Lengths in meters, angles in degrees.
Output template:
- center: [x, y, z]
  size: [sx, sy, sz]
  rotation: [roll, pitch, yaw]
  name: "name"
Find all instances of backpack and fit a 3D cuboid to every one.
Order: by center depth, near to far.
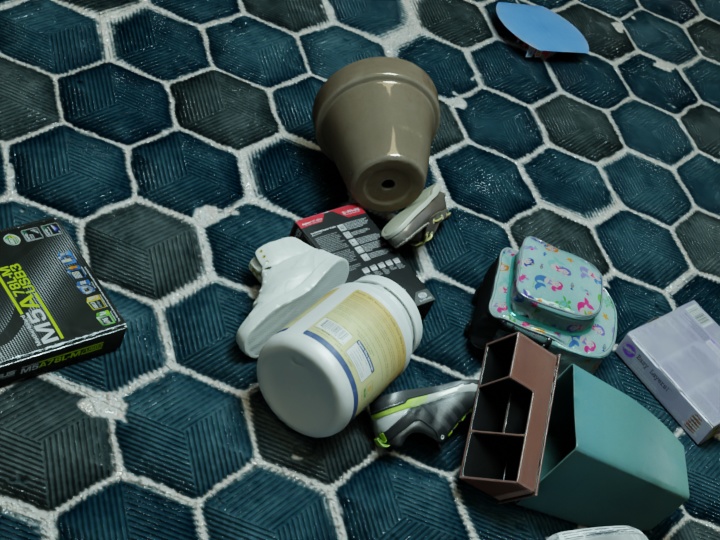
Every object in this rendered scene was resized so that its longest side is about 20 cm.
- center: [0.273, 0.061, 1.789]
  size: [0.198, 0.151, 0.179]
  rotation: [28, 40, -6]
  name: "backpack"

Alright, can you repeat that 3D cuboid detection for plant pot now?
- center: [0.322, 0.251, 1.635]
  size: [0.198, 0.142, 0.142]
  rotation: [25, 41, -15]
  name: "plant pot"
- center: [0.034, -0.187, 1.859]
  size: [0.197, 0.201, 0.176]
  rotation: [9, 45, -20]
  name: "plant pot"

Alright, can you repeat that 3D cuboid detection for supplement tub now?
- center: [-0.022, 0.104, 1.587]
  size: [0.144, 0.145, 0.200]
  rotation: [39, 44, 13]
  name: "supplement tub"

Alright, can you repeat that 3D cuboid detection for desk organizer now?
- center: [0.194, 0.189, 1.613]
  size: [0.077, 0.071, 0.202]
  rotation: [31, 57, -26]
  name: "desk organizer"

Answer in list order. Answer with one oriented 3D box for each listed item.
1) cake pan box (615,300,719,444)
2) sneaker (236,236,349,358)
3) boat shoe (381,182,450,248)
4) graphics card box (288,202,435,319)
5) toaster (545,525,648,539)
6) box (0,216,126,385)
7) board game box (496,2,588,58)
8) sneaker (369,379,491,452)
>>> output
- center: [0.507, 0.147, 1.890]
  size: [0.183, 0.053, 0.200]
  rotation: [-19, 60, -41]
  name: "cake pan box"
- center: [-0.120, 0.032, 1.676]
  size: [0.115, 0.074, 0.200]
  rotation: [26, 50, 31]
  name: "sneaker"
- center: [0.088, -0.071, 1.850]
  size: [0.060, 0.071, 0.200]
  rotation: [59, 26, -9]
  name: "boat shoe"
- center: [0.000, 0.000, 1.771]
  size: [0.124, 0.051, 0.200]
  rotation: [-18, 58, -39]
  name: "graphics card box"
- center: [0.287, 0.389, 1.497]
  size: [0.197, 0.114, 0.130]
  rotation: [0, 45, -24]
  name: "toaster"
- center: [-0.416, 0.035, 1.526]
  size: [0.192, 0.048, 0.201]
  rotation: [-15, 56, -40]
  name: "box"
- center: [0.342, -0.453, 2.401]
  size: [0.198, 0.039, 0.159]
  rotation: [-4, 46, -37]
  name: "board game box"
- center: [0.096, 0.197, 1.634]
  size: [0.198, 0.072, 0.084]
  rotation: [-6, 76, -30]
  name: "sneaker"
